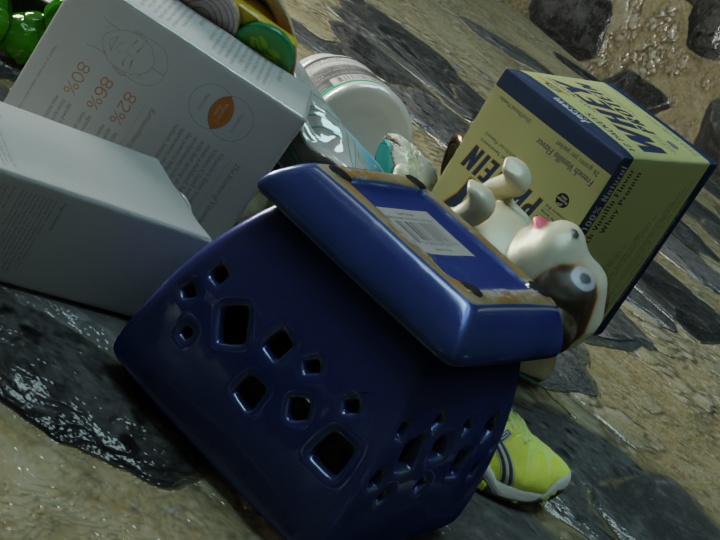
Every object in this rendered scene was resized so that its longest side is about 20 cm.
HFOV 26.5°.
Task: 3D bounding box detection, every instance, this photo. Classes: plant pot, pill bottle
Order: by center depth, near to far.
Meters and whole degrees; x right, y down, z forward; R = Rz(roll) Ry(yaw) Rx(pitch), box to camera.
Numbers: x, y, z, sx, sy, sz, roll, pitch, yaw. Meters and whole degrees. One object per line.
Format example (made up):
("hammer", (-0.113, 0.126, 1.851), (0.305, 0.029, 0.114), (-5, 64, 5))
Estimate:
("plant pot", (0.000, 0.045, 0.982), (0.200, 0.180, 0.200), (44, 19, 23))
("pill bottle", (-0.021, -0.163, 1.610), (0.113, 0.113, 0.200), (29, 10, -20))

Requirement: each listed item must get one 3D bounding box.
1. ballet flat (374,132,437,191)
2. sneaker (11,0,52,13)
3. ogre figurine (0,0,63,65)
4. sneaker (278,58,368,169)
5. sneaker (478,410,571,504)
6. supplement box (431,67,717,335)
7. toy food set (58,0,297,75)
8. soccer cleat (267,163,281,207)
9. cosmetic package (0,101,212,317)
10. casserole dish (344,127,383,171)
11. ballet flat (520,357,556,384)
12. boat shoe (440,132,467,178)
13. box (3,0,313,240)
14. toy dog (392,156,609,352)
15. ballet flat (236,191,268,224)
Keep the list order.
("ballet flat", (0.038, -0.084, 1.453), (0.072, 0.072, 0.200), (34, -16, -3))
("sneaker", (-0.293, -0.261, 1.418), (0.200, 0.084, 0.121), (44, 23, 1))
("ogre figurine", (-0.310, -0.248, 1.301), (0.200, 0.120, 0.098), (15, 31, -45))
("sneaker", (-0.046, -0.115, 1.338), (0.080, 0.070, 0.201), (4, 56, -58))
("sneaker", (0.086, 0.110, 1.169), (0.200, 0.077, 0.075), (31, 16, -16))
("supplement box", (0.173, -0.054, 1.344), (0.134, 0.200, 0.200), (42, 24, 26))
("toy food set", (-0.147, -0.199, 1.269), (0.200, 0.198, 0.049), (35, 45, -10))
("soccer cleat", (-0.129, -0.128, 1.383), (0.200, 0.081, 0.068), (33, 17, -7))
("cosmetic package", (-0.211, -0.045, 1.019), (0.200, 0.081, 0.113), (22, 22, -40))
("casserole dish", (-0.026, -0.081, 1.434), (0.039, 0.121, 0.200), (-25, 49, -20))
("ballet flat", (0.110, 0.045, 1.405), (0.200, 0.070, 0.070), (22, 21, -35))
("boat shoe", (0.109, -0.053, 1.461), (0.076, 0.200, 0.072), (-2, 59, -13))
("box", (-0.161, -0.124, 1.196), (0.200, 0.152, 0.106), (33, 17, -9))
("toy dog", (0.094, 0.009, 1.198), (0.199, 0.195, 0.139), (6, 11, 29))
("ballet flat", (-0.163, -0.109, 1.304), (0.200, 0.062, 0.067), (31, 20, -14))
